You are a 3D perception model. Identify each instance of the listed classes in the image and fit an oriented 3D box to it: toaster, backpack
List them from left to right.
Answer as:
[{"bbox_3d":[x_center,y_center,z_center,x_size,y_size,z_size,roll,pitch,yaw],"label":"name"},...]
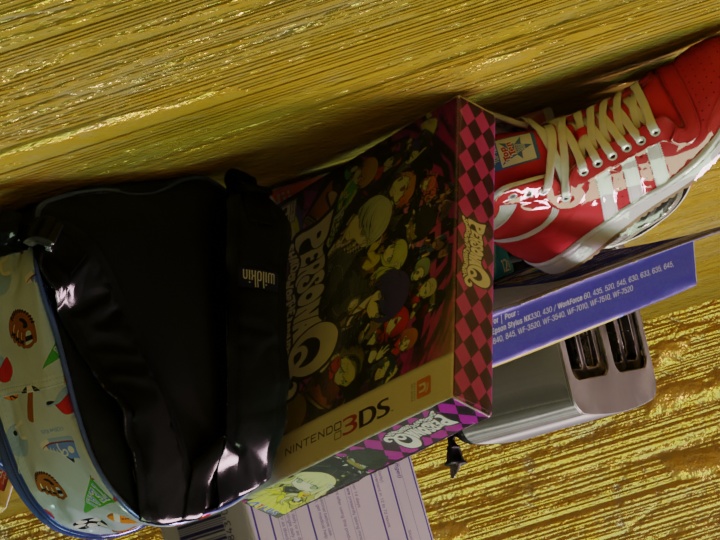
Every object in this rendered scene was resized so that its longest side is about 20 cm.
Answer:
[{"bbox_3d":[-0.137,0.054,1.372,0.200,0.191,0.154,-11,171,-46],"label":"backpack"},{"bbox_3d":[0.136,0.048,1.945,0.118,0.200,0.181,-15,174,29],"label":"toaster"}]

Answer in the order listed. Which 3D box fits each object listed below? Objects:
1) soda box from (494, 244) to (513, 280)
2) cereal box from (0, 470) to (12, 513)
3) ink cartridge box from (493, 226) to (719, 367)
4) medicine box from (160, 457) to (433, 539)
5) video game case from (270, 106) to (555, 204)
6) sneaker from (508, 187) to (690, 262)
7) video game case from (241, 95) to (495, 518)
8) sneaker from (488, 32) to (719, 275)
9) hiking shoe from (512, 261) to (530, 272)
[{"bbox_3d":[0.000,0.000,1.694,0.200,0.064,0.068,-16,-177,33],"label":"soda box"},{"bbox_3d":[-0.266,0.119,1.742,0.039,0.144,0.200,21,158,-14],"label":"cereal box"},{"bbox_3d":[0.114,0.026,1.570,0.197,0.047,0.200,-19,-175,-36],"label":"ink cartridge box"},{"bbox_3d":[-0.052,0.184,1.919,0.103,0.183,0.200,-22,171,41],"label":"medicine box"},{"bbox_3d":[0.025,-0.058,1.589,0.200,0.017,0.143,-17,173,-3],"label":"video game case"},{"bbox_3d":[0.135,-0.044,1.719,0.199,0.074,0.087,-13,180,8],"label":"sneaker"},{"bbox_3d":[0.004,0.022,1.411,0.036,0.200,0.181,27,141,-34],"label":"video game case"},{"bbox_3d":[0.135,-0.079,1.456,0.112,0.071,0.200,21,127,-37],"label":"sneaker"},{"bbox_3d":[0.083,0.030,1.822,0.076,0.101,0.200,-24,-155,-28],"label":"hiking shoe"}]
